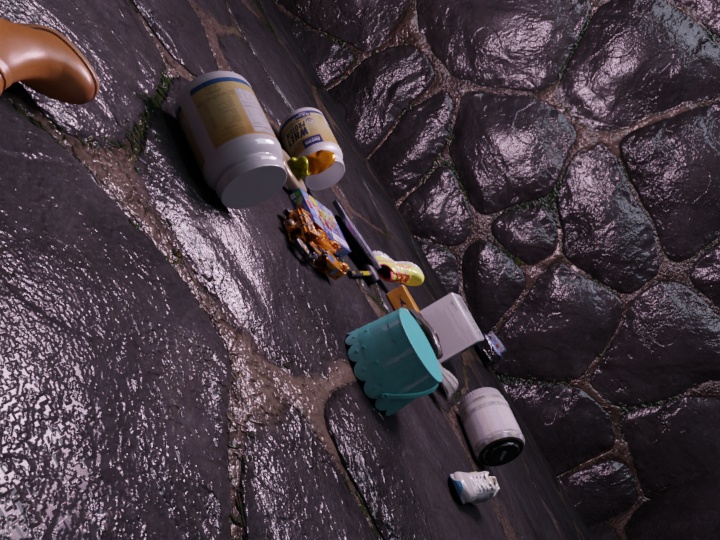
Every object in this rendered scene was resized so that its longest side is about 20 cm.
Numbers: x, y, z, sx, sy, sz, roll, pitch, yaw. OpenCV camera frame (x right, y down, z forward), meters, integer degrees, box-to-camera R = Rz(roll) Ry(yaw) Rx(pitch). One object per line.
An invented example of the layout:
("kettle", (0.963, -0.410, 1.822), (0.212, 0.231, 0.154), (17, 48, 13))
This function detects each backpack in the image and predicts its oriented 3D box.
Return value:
("backpack", (0.728, 0.441, 3.357), (0.201, 0.153, 0.191), (61, 1, 22))

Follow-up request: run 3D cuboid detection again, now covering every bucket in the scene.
("bucket", (0.075, 0.190, 1.272), (0.208, 0.134, 0.208), (55, 14, -21))

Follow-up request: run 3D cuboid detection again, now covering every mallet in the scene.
("mallet", (0.000, 0.000, 1.681), (0.066, 0.041, 0.200), (62, 16, 16))

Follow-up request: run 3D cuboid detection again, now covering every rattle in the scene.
("rattle", (-0.158, -0.279, 1.471), (0.200, 0.141, 0.132), (51, 29, -57))

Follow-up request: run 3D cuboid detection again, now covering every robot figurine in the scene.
("robot figurine", (-0.103, -0.065, 1.343), (0.200, 0.058, 0.146), (45, 17, -52))

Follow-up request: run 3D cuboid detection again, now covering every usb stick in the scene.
("usb stick", (-0.021, -0.078, 1.780), (0.201, 0.032, 0.056), (55, 11, -19))

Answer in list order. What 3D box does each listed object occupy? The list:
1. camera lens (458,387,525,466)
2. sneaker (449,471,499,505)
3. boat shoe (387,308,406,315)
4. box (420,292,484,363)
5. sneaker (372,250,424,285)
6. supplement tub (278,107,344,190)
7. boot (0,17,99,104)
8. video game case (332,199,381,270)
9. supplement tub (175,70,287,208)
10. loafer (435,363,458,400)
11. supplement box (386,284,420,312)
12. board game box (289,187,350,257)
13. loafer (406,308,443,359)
("camera lens", (0.403, 0.486, 1.842), (0.160, 0.159, 0.201), (49, 15, -39))
("sneaker", (0.275, 0.515, 1.434), (0.200, 0.080, 0.077), (38, 25, -57))
("boat shoe", (0.121, 0.161, 1.695), (0.065, 0.072, 0.200), (66, 7, 23))
("box", (0.323, 0.209, 2.166), (0.201, 0.170, 0.199), (62, 12, 12))
("sneaker", (0.111, 0.012, 1.900), (0.198, 0.079, 0.091), (19, 30, -9))
("supplement tub", (-0.135, -0.343, 1.686), (0.201, 0.144, 0.144), (64, 13, 25))
("boot", (-0.360, -0.202, 0.597), (0.199, 0.074, 0.156), (31, 26, -41))
("video game case", (-0.012, -0.106, 1.763), (0.201, 0.019, 0.143), (55, 3, -29))
("supplement tub", (-0.223, -0.225, 1.036), (0.201, 0.144, 0.145), (63, 12, 16))
("loafer", (0.198, 0.290, 1.696), (0.200, 0.070, 0.070), (42, 56, -12))
("supplement box", (0.160, 0.146, 1.899), (0.201, 0.066, 0.069), (61, 12, 7))
("board game box", (-0.101, -0.120, 1.543), (0.136, 0.034, 0.200), (64, 13, 22))
("loafer", (0.197, 0.185, 1.778), (0.062, 0.072, 0.201), (4, 36, -36))
